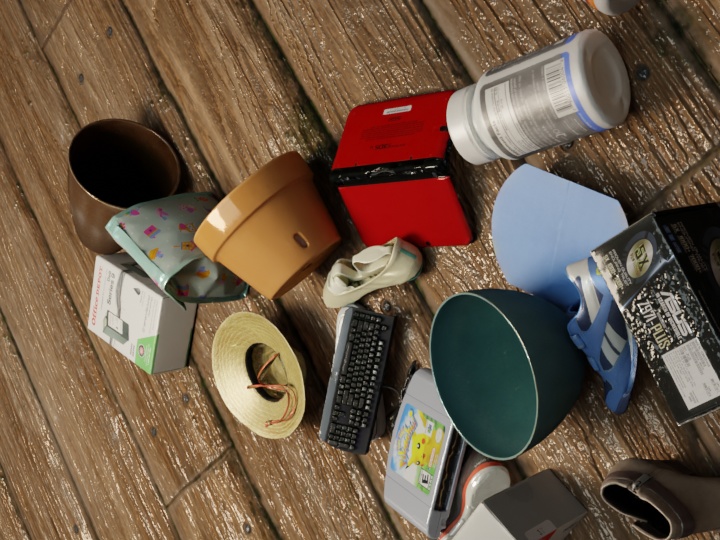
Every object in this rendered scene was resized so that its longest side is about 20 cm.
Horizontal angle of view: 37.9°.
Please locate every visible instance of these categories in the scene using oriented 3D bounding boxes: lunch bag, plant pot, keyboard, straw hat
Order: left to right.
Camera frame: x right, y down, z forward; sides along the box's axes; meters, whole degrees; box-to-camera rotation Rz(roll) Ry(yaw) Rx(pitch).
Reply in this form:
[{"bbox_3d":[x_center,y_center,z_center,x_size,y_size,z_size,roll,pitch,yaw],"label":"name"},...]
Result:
[{"bbox_3d":[-0.421,-0.121,1.791,0.188,0.185,0.201,57,143,20],"label":"plant pot"},{"bbox_3d":[-0.279,-0.031,1.642,0.170,0.199,0.123,43,122,28],"label":"lunch bag"},{"bbox_3d":[-0.132,0.152,1.612,0.199,0.085,0.204,12,109,38],"label":"straw hat"},{"bbox_3d":[-0.122,-0.053,1.514,0.140,0.200,0.200,50,127,5],"label":"plant pot"},{"bbox_3d":[0.019,0.160,1.472,0.125,0.021,0.203,12,96,-1],"label":"keyboard"},{"bbox_3d":[0.194,0.110,1.262,0.199,0.133,0.203,30,126,50],"label":"plant pot"}]

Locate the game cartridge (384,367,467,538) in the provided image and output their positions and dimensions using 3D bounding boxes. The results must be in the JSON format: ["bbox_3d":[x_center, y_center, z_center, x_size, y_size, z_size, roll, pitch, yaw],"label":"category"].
[{"bbox_3d":[0.089,0.240,1.414,0.133,0.040,0.203,22,100,63],"label":"game cartridge"}]

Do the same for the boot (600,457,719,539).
[{"bbox_3d":[0.362,0.262,1.136,0.198,0.145,0.071,19,107,38],"label":"boot"}]

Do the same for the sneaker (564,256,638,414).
[{"bbox_3d":[0.280,0.071,1.204,0.081,0.074,0.203,-1,112,17],"label":"sneaker"}]

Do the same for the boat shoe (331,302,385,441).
[{"bbox_3d":[-0.007,0.149,1.510,0.073,0.066,0.203,-14,87,42],"label":"boat shoe"}]

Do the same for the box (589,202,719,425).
[{"bbox_3d":[0.355,0.040,1.100,0.086,0.163,0.202,-36,72,39],"label":"box"}]

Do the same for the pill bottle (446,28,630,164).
[{"bbox_3d":[0.205,-0.197,1.235,0.198,0.113,0.115,-15,86,43],"label":"pill bottle"}]

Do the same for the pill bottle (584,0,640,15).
[{"bbox_3d":[0.237,-0.382,1.177,0.200,0.112,0.114,43,122,29],"label":"pill bottle"}]

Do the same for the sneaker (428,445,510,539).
[{"bbox_3d":[0.136,0.318,1.417,0.202,0.076,0.082,-63,34,25],"label":"sneaker"}]

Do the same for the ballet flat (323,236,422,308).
[{"bbox_3d":[0.000,0.000,1.477,0.199,0.069,0.070,-23,81,40],"label":"ballet flat"}]

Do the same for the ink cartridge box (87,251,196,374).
[{"bbox_3d":[-0.383,0.071,1.829,0.199,0.083,0.148,27,113,37],"label":"ink cartridge box"}]

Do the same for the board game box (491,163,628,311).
[{"bbox_3d":[0.249,-0.038,1.269,0.199,0.039,0.160,28,123,37],"label":"board game box"}]

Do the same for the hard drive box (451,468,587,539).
[{"bbox_3d":[0.170,0.360,1.321,0.077,0.155,0.201,46,124,27],"label":"hard drive box"}]

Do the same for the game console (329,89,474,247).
[{"bbox_3d":[0.068,-0.135,1.433,0.198,0.118,0.174,-1,65,42],"label":"game console"}]
